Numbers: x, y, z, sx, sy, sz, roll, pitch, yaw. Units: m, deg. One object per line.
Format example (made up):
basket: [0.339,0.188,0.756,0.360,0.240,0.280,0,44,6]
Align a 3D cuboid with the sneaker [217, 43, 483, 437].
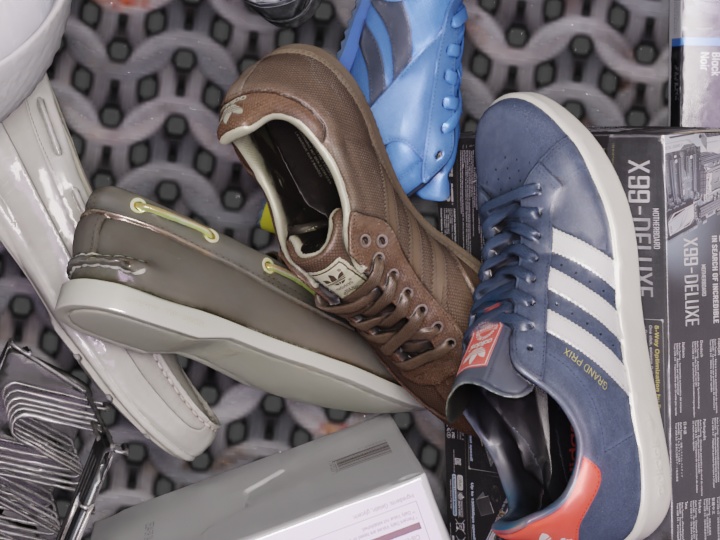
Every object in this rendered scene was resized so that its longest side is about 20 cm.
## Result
sneaker: [0.000,0.000,1.148,0.070,0.076,0.200,-30,98,36]

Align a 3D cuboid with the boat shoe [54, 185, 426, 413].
boat shoe: [-0.046,0.018,1.192,0.201,0.072,0.061,21,70,-36]

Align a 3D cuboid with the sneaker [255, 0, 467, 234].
sneaker: [0.025,-0.085,1.196,0.078,0.066,0.201,29,110,11]

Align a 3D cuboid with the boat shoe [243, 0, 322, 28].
boat shoe: [-0.030,-0.207,1.207,0.072,0.071,0.201,11,73,9]

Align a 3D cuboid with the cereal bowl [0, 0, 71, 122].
cereal bowl: [-0.227,-0.116,1.166,0.199,0.084,0.201,5,50,-6]

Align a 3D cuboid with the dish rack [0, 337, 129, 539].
dish rack: [-0.155,0.120,1.157,0.054,0.200,0.154,20,92,-12]

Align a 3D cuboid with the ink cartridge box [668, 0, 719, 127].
ink cartridge box: [0.245,-0.108,1.240,0.199,0.039,0.100,-1,93,-3]

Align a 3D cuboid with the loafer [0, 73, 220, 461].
loafer: [-0.119,-0.004,1.213,0.070,0.070,0.200,-34,98,-2]

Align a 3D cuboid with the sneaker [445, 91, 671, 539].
sneaker: [0.070,0.021,1.109,0.084,0.075,0.201,-5,75,-35]

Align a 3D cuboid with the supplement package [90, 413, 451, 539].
supplement package: [-0.032,0.151,1.160,0.155,0.200,0.111,-20,96,-2]

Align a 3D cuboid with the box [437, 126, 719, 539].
box: [0.101,0.036,1.182,0.050,0.157,0.201,-4,94,-37]
